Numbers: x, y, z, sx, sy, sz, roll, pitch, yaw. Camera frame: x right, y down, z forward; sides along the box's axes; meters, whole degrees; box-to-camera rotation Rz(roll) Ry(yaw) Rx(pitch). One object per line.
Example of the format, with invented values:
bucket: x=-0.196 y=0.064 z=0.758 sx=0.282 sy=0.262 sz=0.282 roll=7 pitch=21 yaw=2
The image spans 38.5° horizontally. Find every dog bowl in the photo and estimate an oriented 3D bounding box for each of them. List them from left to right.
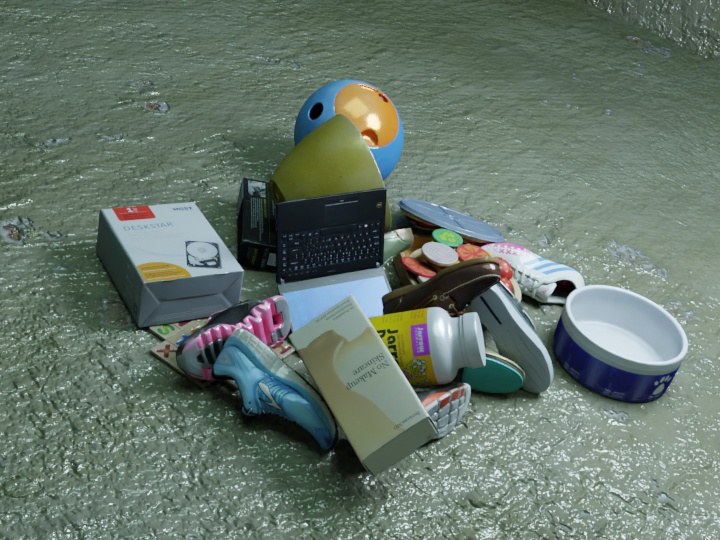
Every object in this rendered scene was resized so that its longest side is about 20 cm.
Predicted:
dog bowl: x=0.406 y=0.112 z=1.620 sx=0.198 sy=0.079 sz=0.201 roll=11 pitch=33 yaw=-7

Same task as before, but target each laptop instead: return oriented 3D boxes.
laptop: x=-0.026 y=0.000 z=1.494 sx=0.175 sy=0.202 sz=0.103 roll=-10 pitch=28 yaw=-23

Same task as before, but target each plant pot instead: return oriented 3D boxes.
plant pot: x=-0.059 y=-0.124 z=1.610 sx=0.141 sy=0.201 sz=0.200 roll=-24 pitch=45 yaw=-14

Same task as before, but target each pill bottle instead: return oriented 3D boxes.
pill bottle: x=0.065 y=0.107 z=1.391 sx=0.198 sy=0.105 sz=0.105 roll=-10 pitch=30 yaw=12

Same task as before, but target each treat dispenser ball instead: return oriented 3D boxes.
treat dispenser ball: x=-0.021 y=-0.242 z=1.860 sx=0.198 sy=0.203 sz=0.202 roll=11 pitch=32 yaw=-7

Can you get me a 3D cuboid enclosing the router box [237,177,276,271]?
router box: x=-0.127 y=-0.072 z=1.696 sx=0.147 sy=0.051 sz=0.201 roll=10 pitch=33 yaw=-13

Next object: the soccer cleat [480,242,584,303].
soccer cleat: x=0.285 y=0.009 z=1.733 sx=0.198 sy=0.070 sz=0.087 roll=15 pitch=32 yaw=-2

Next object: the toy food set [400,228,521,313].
toy food set: x=0.162 y=0.011 z=1.633 sx=0.196 sy=0.049 sz=0.200 roll=22 pitch=33 yaw=10

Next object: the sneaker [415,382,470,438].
sneaker: x=0.067 y=0.184 z=1.374 sx=0.199 sy=0.078 sz=0.082 roll=-17 pitch=38 yaw=-42

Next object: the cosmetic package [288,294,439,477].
cosmetic package: x=0.003 y=0.142 z=1.289 sx=0.105 sy=0.071 sz=0.201 roll=-34 pitch=59 yaw=-2

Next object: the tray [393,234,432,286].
tray: x=0.116 y=0.011 z=1.692 sx=0.097 sy=0.037 sz=0.201 roll=4 pitch=35 yaw=-18

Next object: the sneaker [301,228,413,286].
sneaker: x=0.000 y=0.000 z=1.602 sx=0.198 sy=0.067 sz=0.091 roll=-15 pitch=86 yaw=-22

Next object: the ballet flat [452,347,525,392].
ballet flat: x=0.141 y=0.131 z=1.489 sx=0.197 sy=0.071 sz=0.071 roll=6 pitch=33 yaw=-10

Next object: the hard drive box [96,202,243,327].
hard drive box: x=-0.283 y=-0.014 z=1.513 sx=0.154 sy=0.077 sz=0.200 roll=-8 pitch=37 yaw=-31

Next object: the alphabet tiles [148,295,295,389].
alphabet tiles: x=-0.193 y=0.097 z=1.455 sx=0.165 sy=0.006 sz=0.200 roll=30 pitch=35 yaw=22

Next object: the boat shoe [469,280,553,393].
boat shoe: x=0.228 y=0.084 z=1.509 sx=0.201 sy=0.072 sz=0.071 roll=59 pitch=33 yaw=-15

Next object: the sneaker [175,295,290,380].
sneaker: x=-0.188 y=0.089 z=1.415 sx=0.095 sy=0.080 sz=0.199 roll=11 pitch=24 yaw=36

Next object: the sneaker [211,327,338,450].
sneaker: x=-0.111 y=0.169 z=1.336 sx=0.199 sy=0.078 sz=0.090 roll=39 pitch=79 yaw=13

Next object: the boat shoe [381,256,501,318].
boat shoe: x=0.116 y=0.043 z=1.448 sx=0.070 sy=0.199 sz=0.071 roll=20 pitch=53 yaw=-44

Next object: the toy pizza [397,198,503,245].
toy pizza: x=0.156 y=-0.080 z=1.814 sx=0.198 sy=0.032 sz=0.200 roll=18 pitch=12 yaw=-4
